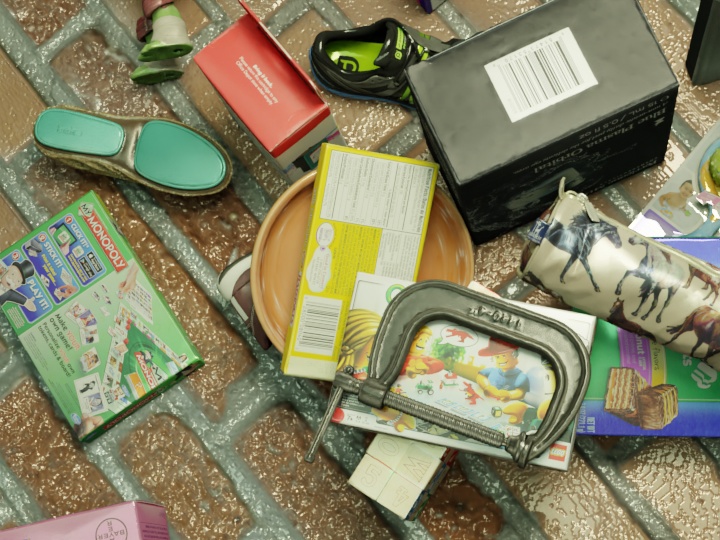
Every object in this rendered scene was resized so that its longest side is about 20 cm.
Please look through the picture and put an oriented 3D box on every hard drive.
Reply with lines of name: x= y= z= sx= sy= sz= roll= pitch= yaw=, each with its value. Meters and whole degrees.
hard drive: x=0.357 y=-0.225 z=1.184 sx=0.139 sy=0.200 sz=0.033 roll=-16 pitch=76 yaw=5

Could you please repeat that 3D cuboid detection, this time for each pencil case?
pencil case: x=0.228 y=0.007 z=1.103 sx=0.200 sy=0.078 sz=0.089 roll=25 pitch=127 yaw=8

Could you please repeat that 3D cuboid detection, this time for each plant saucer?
plant saucer: x=0.000 y=0.000 z=1.214 sx=0.200 sy=0.037 sz=0.200 roll=-2 pitch=100 yaw=-12

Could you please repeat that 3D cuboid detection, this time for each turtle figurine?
turtle figurine: x=-0.234 y=-0.283 z=1.317 sx=0.144 sy=0.200 sz=0.194 roll=-21 pitch=77 yaw=39

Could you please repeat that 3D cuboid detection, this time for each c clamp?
c clamp: x=0.075 y=0.096 z=1.091 sx=0.200 sy=0.027 sz=0.171 roll=14 pitch=75 yaw=13

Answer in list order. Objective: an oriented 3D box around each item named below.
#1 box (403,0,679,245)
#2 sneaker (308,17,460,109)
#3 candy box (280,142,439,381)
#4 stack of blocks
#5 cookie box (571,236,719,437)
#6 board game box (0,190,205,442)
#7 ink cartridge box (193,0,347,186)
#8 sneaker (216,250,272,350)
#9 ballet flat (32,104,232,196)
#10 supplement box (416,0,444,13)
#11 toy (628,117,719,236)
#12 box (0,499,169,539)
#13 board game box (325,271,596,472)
box: x=0.158 y=-0.133 z=1.192 sx=0.197 sy=0.200 sz=0.117 roll=-24 pitch=74 yaw=3
sneaker: x=0.047 y=-0.190 z=1.282 sx=0.199 sy=0.083 sz=0.071 roll=7 pitch=79 yaw=9
candy box: x=-0.001 y=-0.003 z=1.181 sx=0.102 sy=0.026 sz=0.200 roll=9 pitch=97 yaw=-18
stack of blocks: x=0.073 y=0.116 z=1.193 sx=0.059 sy=0.115 sz=0.200 roll=31 pitch=84 yaw=14
cookie box: x=0.281 y=0.055 z=1.177 sx=0.200 sy=0.075 sz=0.171 roll=0 pitch=94 yaw=8
board game box: x=-0.255 y=0.042 z=1.302 sx=0.135 sy=0.029 sz=0.200 roll=-34 pitch=75 yaw=-1
ink cartridge box: x=-0.078 y=-0.149 z=1.230 sx=0.067 sy=0.200 sz=0.116 roll=-39 pitch=75 yaw=-2
sneaker: x=-0.022 y=0.007 z=1.263 sx=0.200 sy=0.076 sz=0.116 roll=-30 pitch=86 yaw=5
ballet flat: x=-0.211 y=-0.113 z=1.312 sx=0.200 sy=0.065 sz=0.071 roll=18 pitch=82 yaw=9
supplement box: x=0.036 y=-0.363 z=1.313 sx=0.103 sy=0.101 sz=0.200 roll=-40 pitch=75 yaw=-2
toy: x=0.341 y=-0.074 z=1.231 sx=0.115 sy=0.047 sz=0.200 roll=39 pitch=86 yaw=13
box: x=-0.251 y=0.318 z=1.204 sx=0.176 sy=0.097 sz=0.200 roll=-13 pitch=77 yaw=5
board game box: x=0.082 y=0.082 z=1.121 sx=0.200 sy=0.035 sz=0.126 roll=10 pitch=80 yaw=11
